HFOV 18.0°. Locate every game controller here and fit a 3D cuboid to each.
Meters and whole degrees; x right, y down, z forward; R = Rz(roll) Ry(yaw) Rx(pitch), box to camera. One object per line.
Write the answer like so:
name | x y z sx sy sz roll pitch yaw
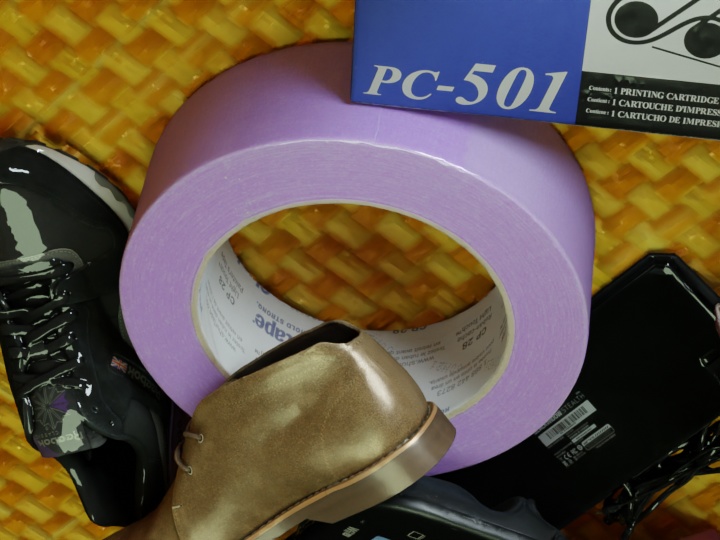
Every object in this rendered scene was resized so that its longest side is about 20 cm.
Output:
game controller | 0.021 0.139 1.075 0.104 0.042 0.200 12 157 -15

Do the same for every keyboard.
keyboard | 0.111 0.073 1.059 0.104 0.040 0.200 48 128 -2

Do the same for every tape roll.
tape roll | 0.000 0.000 0.978 0.199 0.066 0.201 5 133 6

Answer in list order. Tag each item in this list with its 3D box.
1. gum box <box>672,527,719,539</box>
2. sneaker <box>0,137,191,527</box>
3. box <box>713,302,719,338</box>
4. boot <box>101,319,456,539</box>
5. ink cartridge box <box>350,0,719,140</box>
gum box | 0.091 0.208 1.119 0.113 0.066 0.200 -8 154 -48
sneaker | -0.126 0.033 1.013 0.075 0.088 0.200 -12 130 20
box | 0.258 0.043 0.943 0.199 0.075 0.100 -18 127 7
boot | -0.056 0.085 0.989 0.200 0.074 0.076 -31 104 28
ink cartridge box | 0.098 -0.103 0.877 0.199 0.044 0.094 6 132 4
